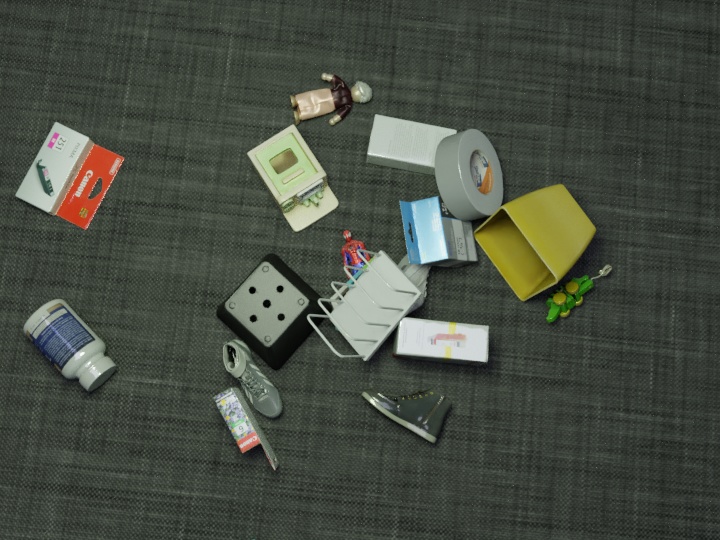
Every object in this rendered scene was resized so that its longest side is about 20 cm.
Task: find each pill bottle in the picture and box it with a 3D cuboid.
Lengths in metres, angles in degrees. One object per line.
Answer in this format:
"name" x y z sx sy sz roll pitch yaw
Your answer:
"pill bottle" -0.642 0.170 1.606 0.200 0.111 0.111 45 83 5

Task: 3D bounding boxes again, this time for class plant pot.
"plant pot" -0.198 0.082 1.598 0.199 0.177 0.200 42 82 4
"plant pot" 0.408 -0.078 1.638 0.176 0.200 0.201 -34 84 -18

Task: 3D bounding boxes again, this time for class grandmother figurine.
"grandmother figurine" -0.068 -0.415 1.736 0.198 0.061 0.122 -13 109 -6

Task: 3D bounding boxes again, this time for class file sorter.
"file sorter" 0.002 0.073 1.529 0.139 0.124 0.200 47 110 27

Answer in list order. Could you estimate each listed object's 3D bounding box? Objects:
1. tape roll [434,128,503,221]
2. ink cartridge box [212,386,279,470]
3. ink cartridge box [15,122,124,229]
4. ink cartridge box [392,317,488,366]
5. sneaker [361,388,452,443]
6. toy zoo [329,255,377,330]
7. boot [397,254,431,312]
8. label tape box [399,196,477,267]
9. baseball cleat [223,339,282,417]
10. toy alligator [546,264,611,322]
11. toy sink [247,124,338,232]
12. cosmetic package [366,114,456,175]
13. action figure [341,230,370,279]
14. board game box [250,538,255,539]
"tape roll" 0.250 -0.217 1.644 0.066 0.199 0.203 -12 79 39
"ink cartridge box" -0.250 0.356 1.589 0.050 0.109 0.201 -29 83 -5
"ink cartridge box" -0.683 -0.222 1.697 0.172 0.044 0.201 25 82 4
"ink cartridge box" 0.176 0.160 1.612 0.198 0.145 0.084 6 80 -1
"sneaker" 0.104 0.297 1.632 0.199 0.075 0.107 31 77 -6
"toy zoo" 0.010 0.076 1.629 0.200 0.020 0.132 -45 70 29
"boot" 0.128 0.022 1.677 0.200 0.073 0.096 -42 116 -20
"label tape box" 0.180 -0.087 1.624 0.063 0.199 0.146 -16 79 37
"baseball cleat" -0.251 0.246 1.608 0.070 0.106 0.201 -38 79 7
"toy alligator" 0.497 0.044 1.685 0.200 0.059 0.054 -40 44 -6
"toy sink" -0.153 -0.211 1.673 0.130 0.112 0.201 -32 84 -5
"cosmetic package" 0.120 -0.294 1.712 0.198 0.071 0.102 12 81 0
"action figure" 0.000 0.000 1.678 0.065 0.052 0.202 -22 80 11
"board game box" -0.316 0.688 1.571 0.198 0.047 0.153 -11 82 -3
